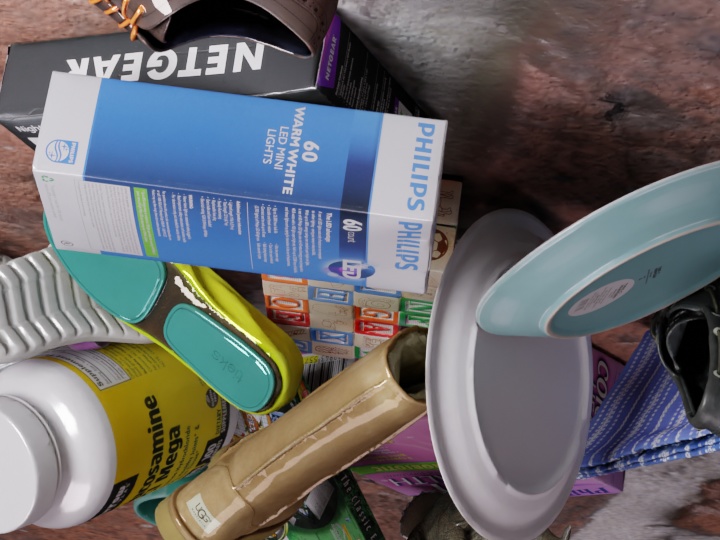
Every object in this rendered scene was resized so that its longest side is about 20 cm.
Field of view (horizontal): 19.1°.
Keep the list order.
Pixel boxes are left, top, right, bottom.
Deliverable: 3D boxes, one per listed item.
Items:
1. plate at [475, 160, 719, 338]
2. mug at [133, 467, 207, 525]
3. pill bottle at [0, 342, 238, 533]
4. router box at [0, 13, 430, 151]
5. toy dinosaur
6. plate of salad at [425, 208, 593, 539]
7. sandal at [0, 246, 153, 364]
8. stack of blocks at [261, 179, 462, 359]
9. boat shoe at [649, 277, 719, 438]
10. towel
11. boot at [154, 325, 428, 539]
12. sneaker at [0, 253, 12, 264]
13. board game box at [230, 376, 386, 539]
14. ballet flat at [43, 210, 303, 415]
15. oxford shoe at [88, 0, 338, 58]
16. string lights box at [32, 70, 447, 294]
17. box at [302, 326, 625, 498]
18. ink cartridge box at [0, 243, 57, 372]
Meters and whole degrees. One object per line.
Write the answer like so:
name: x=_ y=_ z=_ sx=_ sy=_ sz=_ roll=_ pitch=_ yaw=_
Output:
plate: x=0.159 y=-0.004 z=1.187 sx=0.200 sy=0.026 sz=0.200 roll=-22 pitch=163 yaw=-7
mug: x=-0.096 y=0.140 z=1.688 sx=0.152 sy=0.115 sz=0.185 roll=10 pitch=160 yaw=-6
pill bottle: x=-0.179 y=0.104 z=1.408 sx=0.112 sy=0.113 sz=0.200 roll=-7 pitch=-172 yaw=35
router box: x=-0.074 y=-0.078 z=1.164 sx=0.200 sy=0.051 sz=0.149 roll=-3 pitch=156 yaw=26
toy dinosaur: x=0.075 y=0.184 z=1.515 sx=0.077 sy=0.102 sz=0.200 roll=28 pitch=146 yaw=-16
plate of salad: x=0.084 y=0.063 z=1.282 sx=0.048 sy=0.201 sz=0.200 roll=-2 pitch=159 yaw=35
sandal: x=-0.188 y=0.023 z=1.384 sx=0.202 sy=0.083 sz=0.050 roll=-6 pitch=152 yaw=-44
stack of blocks: x=0.000 y=0.000 z=1.344 sx=0.115 sy=0.059 sz=0.200 roll=8 pitch=161 yaw=2
boat shoe: x=0.202 y=0.039 z=1.251 sx=0.056 sy=0.069 sz=0.200 roll=15 pitch=-158 yaw=-13
towel: x=0.215 y=0.066 z=1.358 sx=0.024 sy=0.145 sz=0.200 roll=47 pitch=147 yaw=-14
boot: x=-0.016 y=0.102 z=1.344 sx=0.200 sy=0.066 sz=0.175 roll=-37 pitch=180 yaw=25
sneaker: x=-0.276 y=0.005 z=1.453 sx=0.081 sy=0.077 sz=0.200 roll=-1 pitch=167 yaw=2
board game box: x=-0.042 y=0.164 z=1.494 sx=0.105 sy=0.200 sz=0.023 roll=-16 pitch=-165 yaw=38
ballet flat: x=-0.115 y=0.015 z=1.358 sx=0.200 sy=0.067 sz=0.067 roll=40 pitch=119 yaw=9
oxford shoe: x=-0.106 y=-0.142 z=0.964 sx=0.200 sy=0.073 sz=0.071 roll=9 pitch=161 yaw=-3
string lights box: x=-0.059 y=-0.042 z=1.096 sx=0.199 sy=0.059 sz=0.103 roll=7 pitch=158 yaw=2
box: x=0.065 y=0.094 z=1.528 sx=0.176 sy=0.097 sz=0.200 roll=-9 pitch=155 yaw=39
ink cartridge box: x=-0.237 y=0.088 z=1.480 sx=0.047 sy=0.200 sz=0.160 roll=32 pitch=165 yaw=13
